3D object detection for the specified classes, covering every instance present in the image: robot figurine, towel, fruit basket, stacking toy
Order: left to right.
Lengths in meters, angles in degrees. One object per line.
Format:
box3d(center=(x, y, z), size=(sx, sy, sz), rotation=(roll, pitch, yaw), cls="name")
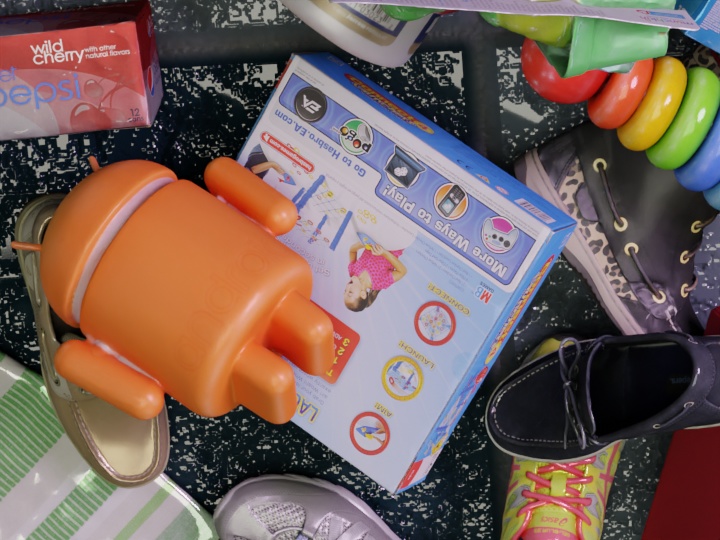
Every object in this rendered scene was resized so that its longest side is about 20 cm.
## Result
box3d(center=(-0.212, 0.160, 1.741), size=(0.200, 0.023, 0.153), rotation=(41, 105, -8), cls="towel")
box3d(center=(-0.108, 0.009, 1.578), size=(0.200, 0.117, 0.144), rotation=(33, 109, 15), cls="robot figurine")
box3d(center=(0.066, -0.160, 1.427), size=(0.199, 0.185, 0.094), rotation=(-3, 114, -10), cls="fruit basket")
box3d(center=(0.183, -0.088, 1.528), size=(0.199, 0.085, 0.086), rotation=(25, 107, -11), cls="stacking toy")

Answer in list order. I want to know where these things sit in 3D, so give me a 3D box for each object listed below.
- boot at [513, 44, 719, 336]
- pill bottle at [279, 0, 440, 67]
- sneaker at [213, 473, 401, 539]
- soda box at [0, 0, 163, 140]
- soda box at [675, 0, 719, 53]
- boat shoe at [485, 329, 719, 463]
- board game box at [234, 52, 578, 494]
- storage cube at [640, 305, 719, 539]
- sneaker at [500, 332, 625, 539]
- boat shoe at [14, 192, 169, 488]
box3d(center=(0.207, -0.029, 1.628), size=(0.150, 0.073, 0.200), rotation=(-37, 96, 14), cls="boot")
box3d(center=(0.036, -0.230, 1.556), size=(0.111, 0.111, 0.200), rotation=(34, 106, -7), cls="pill bottle")
box3d(center=(-0.004, 0.198, 1.706), size=(0.199, 0.082, 0.075), rotation=(27, 107, -4), cls="sneaker")
box3d(center=(-0.227, -0.120, 1.633), size=(0.199, 0.063, 0.070), rotation=(-5, 108, 5), cls="soda box")
box3d(center=(0.266, -0.140, 1.549), size=(0.199, 0.068, 0.064), rotation=(24, 108, -31), cls="soda box")
box3d(center=(0.147, 0.073, 1.585), size=(0.199, 0.062, 0.075), rotation=(-12, 73, 43), cls="boat shoe")
box3d(center=(0.000, 0.000, 1.625), size=(0.200, 0.056, 0.196), rotation=(35, 108, 15), cls="board game box")
box3d(center=(0.299, 0.139, 1.590), size=(0.170, 0.180, 0.201), rotation=(6, 109, -23), cls="storage cube")
box3d(center=(0.129, 0.140, 1.675), size=(0.078, 0.090, 0.201), rotation=(5, 106, 4), cls="sneaker")
box3d(center=(-0.170, 0.050, 1.674), size=(0.072, 0.065, 0.201), rotation=(-18, 103, -9), cls="boat shoe")
